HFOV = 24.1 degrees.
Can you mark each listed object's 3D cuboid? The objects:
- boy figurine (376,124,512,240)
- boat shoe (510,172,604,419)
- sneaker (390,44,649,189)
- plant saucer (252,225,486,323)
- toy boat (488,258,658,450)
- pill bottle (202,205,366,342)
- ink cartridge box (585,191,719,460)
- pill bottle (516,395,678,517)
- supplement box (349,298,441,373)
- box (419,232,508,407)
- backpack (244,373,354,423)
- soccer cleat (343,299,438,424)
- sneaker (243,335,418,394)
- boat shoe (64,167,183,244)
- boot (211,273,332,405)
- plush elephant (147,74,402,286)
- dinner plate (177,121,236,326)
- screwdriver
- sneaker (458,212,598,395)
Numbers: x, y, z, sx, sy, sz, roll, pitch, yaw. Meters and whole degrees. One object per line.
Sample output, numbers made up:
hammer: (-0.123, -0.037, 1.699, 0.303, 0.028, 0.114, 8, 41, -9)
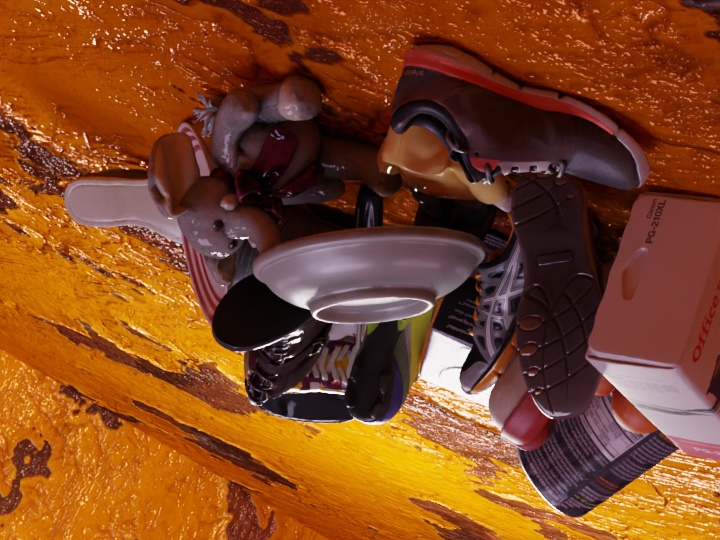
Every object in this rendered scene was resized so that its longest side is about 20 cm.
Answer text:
boy figurine: (0.068, -0.077, 1.386, 0.124, 0.065, 0.200, 20, 168, 17)
boat shoe: (0.164, 0.017, 1.345, 0.075, 0.202, 0.072, -2, 176, 19)
sneaker: (0.111, -0.090, 1.237, 0.199, 0.082, 0.077, 23, 165, 3)
plant saucer: (0.009, 0.010, 1.425, 0.198, 0.051, 0.200, -5, 167, -1)
toy boat: (0.211, 0.086, 1.443, 0.131, 0.200, 0.130, 40, -169, 12)
pill bottle: (-0.052, 0.004, 1.731, 0.199, 0.117, 0.116, 19, 164, 17)
ink cartridge box: (0.273, 0.049, 1.340, 0.084, 0.146, 0.200, 7, 158, 38)
pill bottle: (0.253, 0.141, 1.607, 0.200, 0.107, 0.106, -39, 127, 24)
supplement box: (-0.014, 0.034, 1.857, 0.199, 0.074, 0.126, 22, 164, 10)
box: (0.139, 0.059, 1.634, 0.131, 0.115, 0.200, 23, 165, 5)
backpack: (-0.067, 0.103, 1.989, 0.162, 0.201, 0.155, 9, 123, -13)
soccer cleat: (0.040, 0.055, 1.652, 0.064, 0.202, 0.084, 24, -172, 20)
sneaker: (-0.029, 0.094, 1.758, 0.199, 0.076, 0.090, 4, 177, -43)
boat shoe: (-0.218, -0.075, 1.824, 0.200, 0.073, 0.060, 8, -158, 15)
boot: (-0.076, 0.068, 1.579, 0.069, 0.200, 0.175, 41, 137, 18)
plush elephant: (-0.097, -0.073, 1.464, 0.199, 0.156, 0.165, 12, 161, 36)
dinner plate: (-0.148, -0.045, 1.640, 0.024, 0.202, 0.200, -8, 173, -16)
screwdriver: (0.000, 0.000, 1.626, 0.029, 0.028, 0.201, 26, 132, 18)
sneaker: (0.132, 0.022, 1.471, 0.077, 0.201, 0.078, 33, -153, 12)
